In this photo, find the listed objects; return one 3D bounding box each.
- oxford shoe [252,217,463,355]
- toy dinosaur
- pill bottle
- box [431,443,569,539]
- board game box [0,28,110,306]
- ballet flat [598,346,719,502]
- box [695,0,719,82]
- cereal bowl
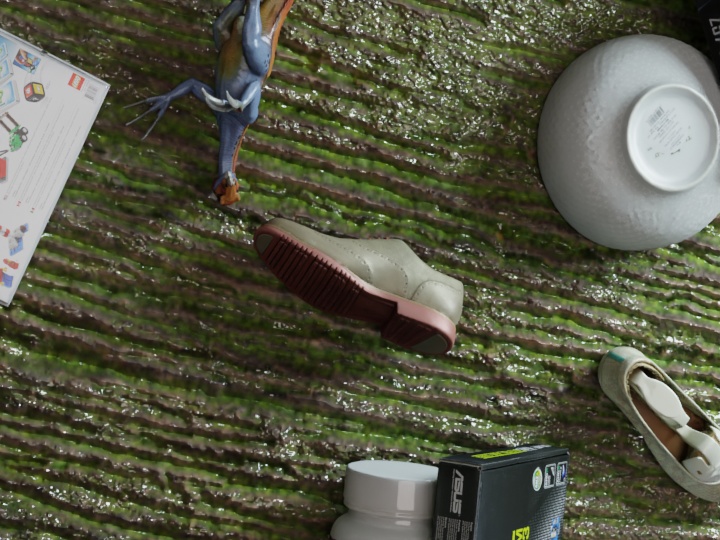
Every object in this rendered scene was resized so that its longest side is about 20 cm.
[{"bbox_3d":[0.000,0.000,1.150,0.198,0.070,0.076,29,58,-12],"label":"oxford shoe"},{"bbox_3d":[-0.093,-0.154,1.104,0.198,0.105,0.184,-20,117,-25],"label":"toy dinosaur"},{"bbox_3d":[0.025,0.272,1.128,0.112,0.114,0.204,5,90,-14],"label":"pill bottle"},{"bbox_3d":[0.118,0.255,1.127,0.047,0.192,0.204,5,89,28],"label":"box"},{"bbox_3d":[-0.303,-0.089,1.074,0.125,0.035,0.202,26,85,-14],"label":"board game box"},{"bbox_3d":[0.297,0.151,1.220,0.200,0.062,0.068,42,82,-12],"label":"ballet flat"},{"bbox_3d":[0.387,-0.205,1.210,0.159,0.043,0.203,-23,98,-39],"label":"box"},{"bbox_3d":[0.266,-0.117,1.195,0.197,0.083,0.204,-1,93,-14],"label":"cereal bowl"}]
